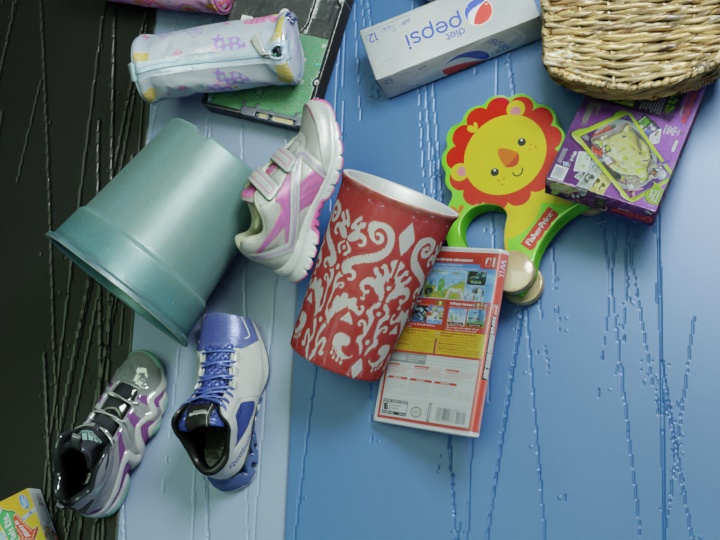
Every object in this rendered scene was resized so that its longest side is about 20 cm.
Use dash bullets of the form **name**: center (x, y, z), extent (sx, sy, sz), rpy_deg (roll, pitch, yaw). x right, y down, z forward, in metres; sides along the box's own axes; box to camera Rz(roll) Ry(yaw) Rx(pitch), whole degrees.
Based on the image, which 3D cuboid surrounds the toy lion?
- **toy lion**: center (0.164, -0.091, 1.524), extent (0.192, 0.069, 0.200), rpy_deg (36, 89, 25)

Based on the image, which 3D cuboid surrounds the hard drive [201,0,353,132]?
- **hard drive**: center (-0.095, -0.271, 1.636), extent (0.139, 0.038, 0.200), rpy_deg (13, 81, 17)

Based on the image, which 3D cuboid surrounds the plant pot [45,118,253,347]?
- **plant pot**: center (-0.214, -0.052, 1.546), extent (0.200, 0.200, 0.196), rpy_deg (35, 81, 18)

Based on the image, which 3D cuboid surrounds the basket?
- **basket**: center (0.299, -0.252, 1.488), extent (0.200, 0.149, 0.143), rpy_deg (-1, 88, 11)

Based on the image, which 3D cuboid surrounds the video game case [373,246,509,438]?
- **video game case**: center (0.086, 0.073, 1.486), extent (0.143, 0.017, 0.200), rpy_deg (4, 81, 45)

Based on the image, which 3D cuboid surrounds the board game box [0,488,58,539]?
- **board game box**: center (-0.398, 0.369, 1.573), extent (0.134, 0.034, 0.200), rpy_deg (-27, 73, 7)

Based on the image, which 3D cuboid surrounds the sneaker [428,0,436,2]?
- **sneaker**: center (0.135, -0.393, 1.556), extent (0.200, 0.131, 0.080), rpy_deg (-37, 73, 4)

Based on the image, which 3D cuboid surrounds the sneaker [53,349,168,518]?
- **sneaker**: center (-0.286, 0.178, 1.530), extent (0.078, 0.140, 0.200), rpy_deg (14, 82, 17)

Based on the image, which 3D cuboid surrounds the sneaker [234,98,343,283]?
- **sneaker**: center (-0.079, -0.090, 1.476), extent (0.088, 0.081, 0.200), rpy_deg (14, 94, -19)

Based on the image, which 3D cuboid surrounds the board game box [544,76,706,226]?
- **board game box**: center (0.285, -0.141, 1.468), extent (0.120, 0.032, 0.200), rpy_deg (16, 53, 19)

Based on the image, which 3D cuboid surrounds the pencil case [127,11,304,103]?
- **pencil case**: center (-0.163, -0.243, 1.581), extent (0.200, 0.091, 0.083), rpy_deg (-5, 117, 15)

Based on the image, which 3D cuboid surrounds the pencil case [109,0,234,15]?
- **pencil case**: center (-0.245, -0.362, 1.662), extent (0.200, 0.087, 0.088), rpy_deg (13, 81, 19)

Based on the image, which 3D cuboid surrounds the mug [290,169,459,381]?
- **mug**: center (0.011, 0.005, 1.502), extent (0.133, 0.178, 0.200), rpy_deg (21, 99, 0)

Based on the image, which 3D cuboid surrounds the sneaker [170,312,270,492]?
- **sneaker**: center (-0.154, 0.141, 1.519), extent (0.080, 0.115, 0.200), rpy_deg (-3, 77, 13)

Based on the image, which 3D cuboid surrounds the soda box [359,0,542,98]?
- **soda box**: center (0.106, -0.270, 1.571), extent (0.200, 0.063, 0.068), rpy_deg (-21, 73, 9)
